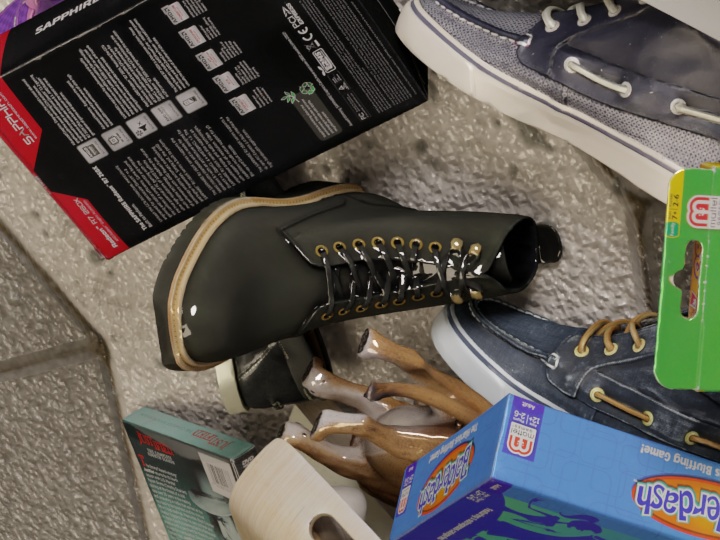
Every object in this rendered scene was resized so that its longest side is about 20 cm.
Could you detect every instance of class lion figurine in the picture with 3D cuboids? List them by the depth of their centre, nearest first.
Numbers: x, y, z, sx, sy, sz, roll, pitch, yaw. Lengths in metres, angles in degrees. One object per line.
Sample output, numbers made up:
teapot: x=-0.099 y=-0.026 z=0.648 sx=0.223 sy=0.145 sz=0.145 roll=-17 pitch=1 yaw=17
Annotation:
lion figurine: x=0.031 y=0.086 z=1.259 sx=0.122 sy=0.073 sz=0.200 roll=24 pitch=173 yaw=-10

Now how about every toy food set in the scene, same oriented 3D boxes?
toy food set: x=0.009 y=0.183 z=1.287 sx=0.143 sy=0.060 sz=0.200 roll=44 pitch=165 yaw=29

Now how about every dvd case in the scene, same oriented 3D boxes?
dvd case: x=-0.069 y=0.182 z=1.459 sx=0.146 sy=0.022 sz=0.200 roll=11 pitch=126 yaw=59

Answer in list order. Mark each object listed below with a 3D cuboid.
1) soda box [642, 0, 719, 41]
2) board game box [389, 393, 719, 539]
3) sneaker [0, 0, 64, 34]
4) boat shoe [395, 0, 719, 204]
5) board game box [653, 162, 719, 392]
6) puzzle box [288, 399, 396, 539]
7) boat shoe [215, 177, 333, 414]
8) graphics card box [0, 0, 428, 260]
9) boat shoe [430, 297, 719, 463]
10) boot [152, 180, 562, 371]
soda box: x=0.113 y=-0.178 z=1.112 sx=0.200 sy=0.068 sz=0.064 roll=30 pitch=130 yaw=18
board game box: x=0.131 y=0.125 z=1.160 sx=0.200 sy=0.045 sz=0.152 roll=18 pitch=158 yaw=-11
sneaker: x=-0.144 y=-0.149 z=1.287 sx=0.200 sy=0.088 sz=0.081 roll=-22 pitch=62 yaw=38
boat shoe: x=0.115 y=-0.108 z=1.165 sx=0.200 sy=0.075 sz=0.093 roll=31 pitch=112 yaw=20
board game box: x=0.222 y=0.006 z=1.044 sx=0.199 sy=0.030 sz=0.096 roll=2 pitch=99 yaw=-10
puzzle box: x=0.013 y=0.181 z=1.390 sx=0.200 sy=0.025 sz=0.133 roll=49 pitch=140 yaw=25
boat shoe: x=-0.052 y=-0.018 z=1.339 sx=0.067 sy=0.072 sz=0.201 roll=-3 pitch=112 yaw=11
graphics card box: x=-0.080 y=-0.099 z=1.229 sx=0.200 sy=0.051 sz=0.126 roll=-25 pitch=123 yaw=20
boat shoe: x=0.135 y=0.046 z=1.243 sx=0.200 sy=0.071 sz=0.091 roll=32 pitch=118 yaw=17
boot: x=0.000 y=0.000 z=1.219 sx=0.138 sy=0.200 sz=0.078 roll=6 pitch=114 yaw=28
